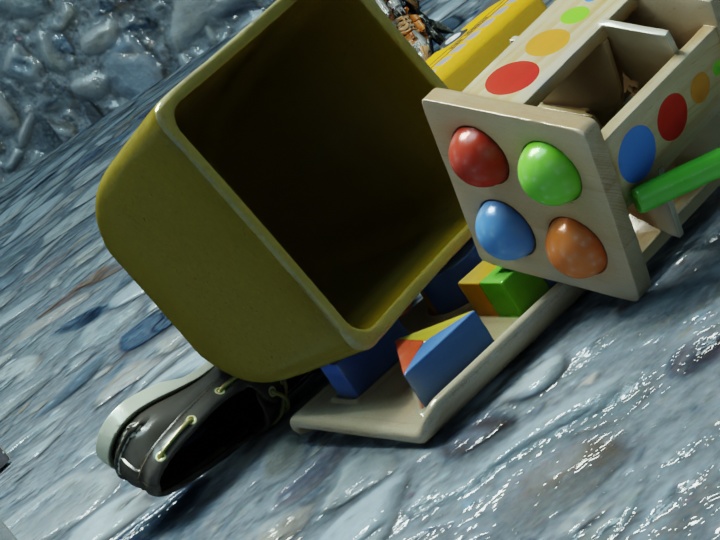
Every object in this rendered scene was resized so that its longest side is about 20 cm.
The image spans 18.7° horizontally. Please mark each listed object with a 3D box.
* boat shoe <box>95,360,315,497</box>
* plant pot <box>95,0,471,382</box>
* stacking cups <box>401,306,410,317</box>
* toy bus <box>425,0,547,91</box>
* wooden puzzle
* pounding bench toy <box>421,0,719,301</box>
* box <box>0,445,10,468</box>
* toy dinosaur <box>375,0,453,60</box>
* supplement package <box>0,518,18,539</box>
[{"bbox_3d":[-0.085,0.091,1.494,0.201,0.072,0.061,-32,53,-32],"label":"boat shoe"},{"bbox_3d":[-0.058,-0.044,1.424,0.196,0.194,0.200,-46,8,-37],"label":"plant pot"},{"bbox_3d":[0.000,0.000,1.603,0.060,0.061,0.200,-38,16,-8],"label":"stacking cups"},{"bbox_3d":[0.088,-0.163,1.928,0.200,0.065,0.078,-43,16,-28],"label":"toy bus"},{"bbox_3d":[0.052,0.033,1.364,0.185,0.046,0.200,-42,14,-22],"label":"wooden puzzle"},{"bbox_3d":[0.161,-0.070,1.253,0.200,0.125,0.156,16,50,43],"label":"pounding bench toy"},{"bbox_3d":[-0.423,0.221,1.940,0.200,0.049,0.161,-45,13,-33],"label":"box"},{"bbox_3d":[0.030,-0.269,2.278,0.102,0.136,0.201,-18,59,13],"label":"toy dinosaur"},{"bbox_3d":[-0.291,0.234,1.391,0.200,0.117,0.117,-22,18,49],"label":"supplement package"}]
